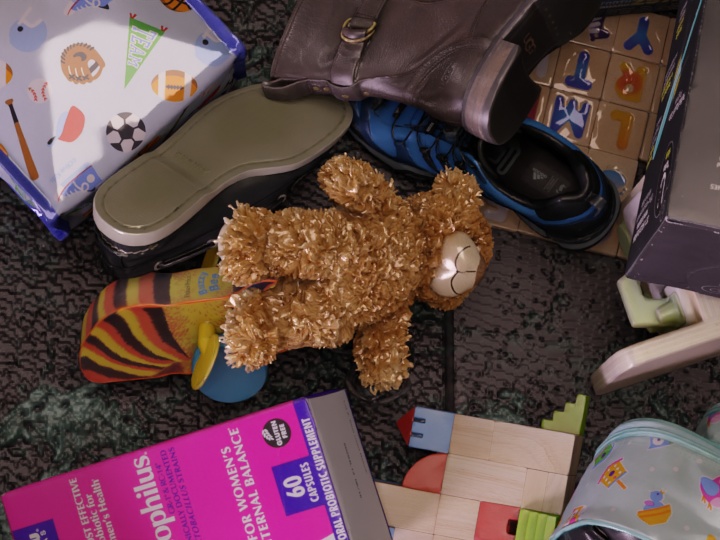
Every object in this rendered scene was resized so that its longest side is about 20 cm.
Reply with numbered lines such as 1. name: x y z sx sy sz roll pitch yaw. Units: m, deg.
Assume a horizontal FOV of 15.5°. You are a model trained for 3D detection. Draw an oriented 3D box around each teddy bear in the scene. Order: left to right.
1. teddy bear: 0.000 0.000 1.581 0.200 0.067 0.145 9 86 -33

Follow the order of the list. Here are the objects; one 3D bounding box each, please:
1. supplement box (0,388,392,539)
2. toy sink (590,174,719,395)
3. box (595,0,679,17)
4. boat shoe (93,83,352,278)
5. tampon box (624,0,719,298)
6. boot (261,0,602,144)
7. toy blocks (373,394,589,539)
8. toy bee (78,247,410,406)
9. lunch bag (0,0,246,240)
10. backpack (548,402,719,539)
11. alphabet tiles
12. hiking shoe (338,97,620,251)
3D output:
1. supplement box: -0.098 0.149 1.586 0.200 0.103 0.101 -19 87 13
2. toy sink: 0.228 -0.012 1.649 0.200 0.130 0.112 -19 81 -6
3. box: 0.165 -0.247 1.732 0.200 0.051 0.158 -6 78 -5
4. boat shoe: -0.086 -0.052 1.645 0.075 0.066 0.199 35 50 21
5. tampon box: 0.240 -0.092 1.523 0.126 0.150 0.200 12 77 0
6. boot: 0.047 -0.171 1.654 0.174 0.069 0.200 19 62 28
7. toy blocks: 0.056 0.164 1.636 0.137 0.100 0.200 10 88 11
8. toy bee: -0.074 0.018 1.640 0.200 0.109 0.131 -10 38 -21
9. lunch bag: -0.195 -0.147 1.654 0.170 0.124 0.200 -44 88 -8
10. backpack: 0.215 0.164 1.540 0.200 0.176 0.153 23 69 3
11. alphabet tiles: 0.153 -0.095 1.728 0.200 0.008 0.167 14 79 -2
12. hiking shoe: 0.073 -0.086 1.666 0.200 0.087 0.074 25 80 14
